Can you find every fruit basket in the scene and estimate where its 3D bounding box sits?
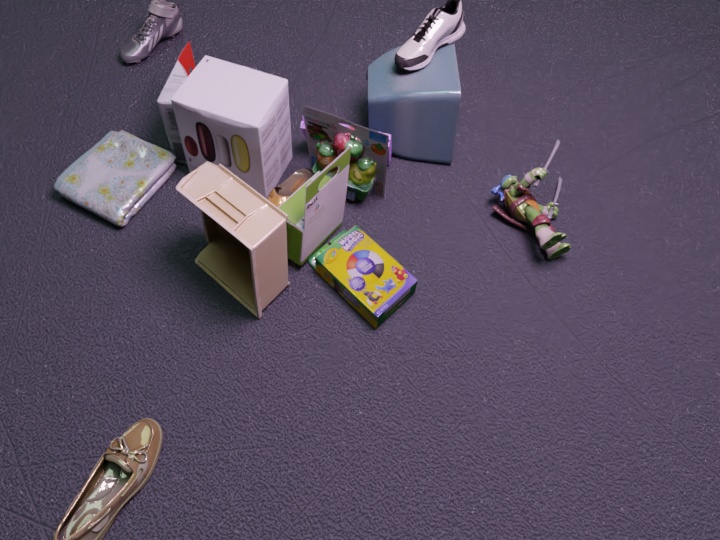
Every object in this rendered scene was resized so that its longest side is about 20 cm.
[{"bbox_3d":[-0.032,-0.229,1.113,0.181,0.201,0.096,22,71,9],"label":"fruit basket"}]

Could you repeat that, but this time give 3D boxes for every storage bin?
[{"bbox_3d":[-0.223,-0.056,0.980,0.197,0.202,0.094,36,59,19],"label":"storage bin"}]

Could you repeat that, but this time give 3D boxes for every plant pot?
[{"bbox_3d":[0.109,-0.375,1.230,0.193,0.198,0.201,-1,56,1],"label":"plant pot"}]

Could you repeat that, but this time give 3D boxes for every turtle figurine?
[{"bbox_3d":[0.381,-0.140,1.121,0.194,0.145,0.198,-14,62,-9],"label":"turtle figurine"}]

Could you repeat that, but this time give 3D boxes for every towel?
[{"bbox_3d":[-0.501,-0.199,1.144,0.167,0.049,0.203,23,58,12],"label":"towel"}]

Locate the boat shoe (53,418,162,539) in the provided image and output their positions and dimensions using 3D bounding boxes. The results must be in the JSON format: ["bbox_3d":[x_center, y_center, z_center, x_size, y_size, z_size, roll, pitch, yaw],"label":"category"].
[{"bbox_3d":[-0.365,0.307,0.811,0.072,0.064,0.203,25,58,12],"label":"boat shoe"}]

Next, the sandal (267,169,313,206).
[{"bbox_3d":[-0.154,-0.147,1.134,0.079,0.055,0.202,24,58,11],"label":"sandal"}]

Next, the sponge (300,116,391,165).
[{"bbox_3d":[-0.028,-0.280,1.199,0.194,0.112,0.031,13,82,5],"label":"sponge"}]

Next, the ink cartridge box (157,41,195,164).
[{"bbox_3d":[-0.367,-0.361,1.193,0.046,0.162,0.205,8,55,3],"label":"ink cartridge box"}]

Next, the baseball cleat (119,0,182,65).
[{"bbox_3d":[-0.527,-0.603,1.373,0.069,0.107,0.202,30,61,10],"label":"baseball cleat"}]

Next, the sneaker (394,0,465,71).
[{"bbox_3d":[0.140,-0.493,1.148,0.073,0.081,0.200,37,70,27],"label":"sneaker"}]

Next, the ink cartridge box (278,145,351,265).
[{"bbox_3d":[-0.091,-0.135,1.035,0.075,0.203,0.148,30,52,16],"label":"ink cartridge box"}]

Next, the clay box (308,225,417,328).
[{"bbox_3d":[0.000,0.000,1.054,0.114,0.048,0.199,-38,68,-25],"label":"clay box"}]

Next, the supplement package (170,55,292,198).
[{"bbox_3d":[-0.253,-0.286,1.130,0.186,0.202,0.150,18,56,8],"label":"supplement package"}]
